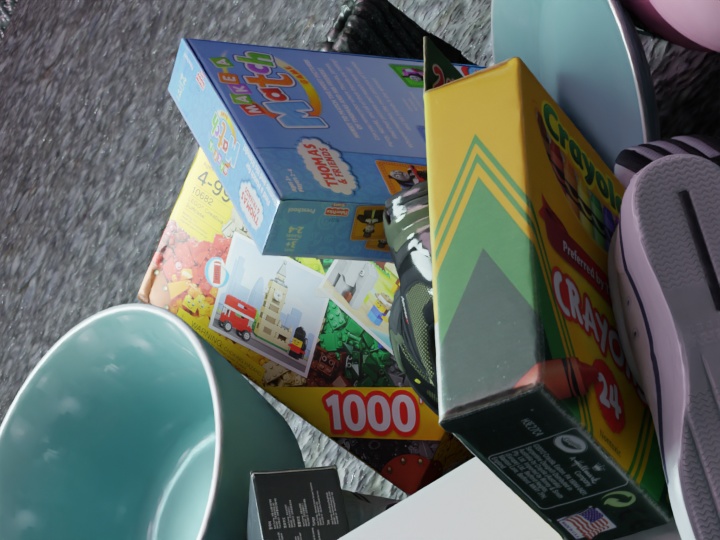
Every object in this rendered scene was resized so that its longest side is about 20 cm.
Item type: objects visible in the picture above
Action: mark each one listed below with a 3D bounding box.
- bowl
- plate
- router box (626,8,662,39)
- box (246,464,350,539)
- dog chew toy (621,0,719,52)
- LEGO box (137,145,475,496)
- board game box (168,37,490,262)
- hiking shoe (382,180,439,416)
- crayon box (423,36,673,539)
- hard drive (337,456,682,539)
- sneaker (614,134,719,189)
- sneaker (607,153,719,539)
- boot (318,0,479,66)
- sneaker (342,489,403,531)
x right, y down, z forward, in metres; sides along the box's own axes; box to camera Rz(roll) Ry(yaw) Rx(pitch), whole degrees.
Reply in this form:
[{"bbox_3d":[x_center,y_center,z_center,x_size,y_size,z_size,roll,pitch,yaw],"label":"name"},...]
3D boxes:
[{"bbox_3d":[-0.103,0.127,1.391,0.200,0.105,0.202,-22,58,40],"label":"bowl"},{"bbox_3d":[0.116,-0.087,1.365,0.200,0.025,0.201,167,90,-75],"label":"plate"},{"bbox_3d":[0.098,-0.201,1.520,0.062,0.150,0.200,-62,17,3],"label":"router box"},{"bbox_3d":[-0.021,0.219,1.244,0.161,0.043,0.200,96,167,-47],"label":"box"},{"bbox_3d":[0.179,-0.163,1.301,0.125,0.124,0.200,-64,10,-5],"label":"dog chew toy"},{"bbox_3d":[0.000,0.000,1.396,0.077,0.200,0.149,-12,-49,-57],"label":"LEGO box"},{"bbox_3d":[0.021,-0.057,1.307,0.151,0.199,0.037,59,137,49],"label":"board game box"},{"bbox_3d":[0.052,0.043,1.235,0.200,0.075,0.101,69,-172,-56],"label":"hiking shoe"},{"bbox_3d":[0.078,0.001,1.125,0.051,0.127,0.201,-20,51,23],"label":"crayon box"},{"bbox_3d":[0.044,0.150,1.138,0.200,0.026,0.132,-31,47,0],"label":"hard drive"},{"bbox_3d":[0.179,0.006,1.174,0.200,0.074,0.088,-135,38,-63],"label":"sneaker"},{"bbox_3d":[0.150,0.053,1.082,0.071,0.073,0.201,100,162,-71],"label":"sneaker"},{"bbox_3d":[0.031,-0.045,1.468,0.079,0.157,0.212,-44,26,46],"label":"boot"},{"bbox_3d":[0.024,0.157,1.367,0.200,0.072,0.072,12,71,57],"label":"sneaker"}]
